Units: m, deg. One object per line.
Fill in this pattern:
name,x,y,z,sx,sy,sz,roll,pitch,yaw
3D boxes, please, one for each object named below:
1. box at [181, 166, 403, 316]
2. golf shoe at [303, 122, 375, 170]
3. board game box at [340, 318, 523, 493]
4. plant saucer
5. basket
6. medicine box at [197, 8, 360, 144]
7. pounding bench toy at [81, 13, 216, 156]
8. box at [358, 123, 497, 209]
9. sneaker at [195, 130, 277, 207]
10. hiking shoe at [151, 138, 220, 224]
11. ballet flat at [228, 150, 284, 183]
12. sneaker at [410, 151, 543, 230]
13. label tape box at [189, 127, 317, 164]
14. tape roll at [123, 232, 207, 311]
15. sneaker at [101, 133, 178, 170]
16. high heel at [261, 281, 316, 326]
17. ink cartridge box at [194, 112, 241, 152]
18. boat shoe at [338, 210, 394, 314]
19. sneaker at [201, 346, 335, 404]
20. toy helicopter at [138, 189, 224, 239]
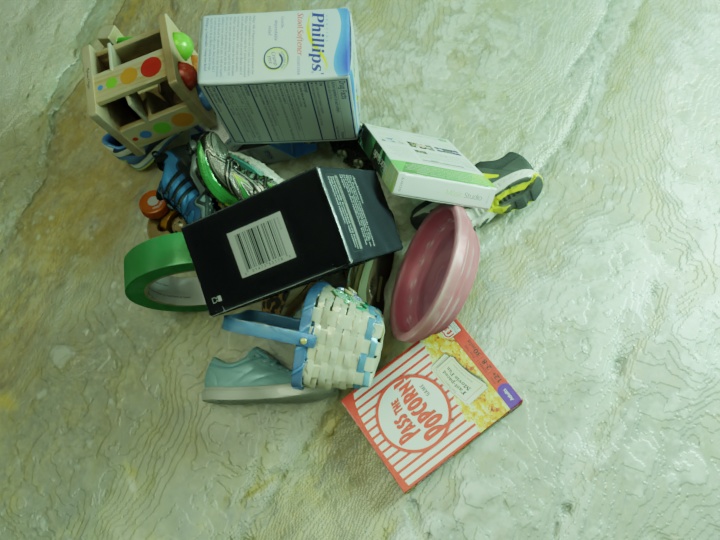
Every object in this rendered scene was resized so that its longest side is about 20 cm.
box,-0.078,-0.040,0.837,0.196,0.200,0.118,-20,89,21
golf shoe,-0.026,-0.227,1.064,0.199,0.077,0.088,25,48,3
board game box,0.097,0.182,0.919,0.200,0.046,0.152,-38,69,-3
plant saucer,0.104,0.007,0.913,0.051,0.200,0.202,20,75,-14
basket,-0.069,0.082,0.882,0.199,0.176,0.140,7,92,1
medicine box,-0.104,-0.263,0.933,0.199,0.182,0.104,-2,76,3
pounding bench toy,-0.313,-0.308,1.007,0.155,0.124,0.201,-19,68,9
box,0.087,-0.149,0.940,0.144,0.037,0.200,7,26,-18
sneaker,-0.164,-0.125,0.989,0.085,0.078,0.200,-34,101,23
hiking shoe,-0.261,-0.104,1.010,0.086,0.075,0.201,-15,60,-1
ballet flat,-0.134,-0.119,1.048,0.200,0.072,0.072,37,82,8
sneaker,0.168,-0.112,1.000,0.199,0.075,0.085,-19,44,10
label tape box,-0.181,-0.249,1.109,0.199,0.066,0.144,-11,70,9
tape roll,-0.235,0.005,0.962,0.199,0.201,0.048,-11,70,7
sneaker,-0.344,-0.249,1.099,0.200,0.082,0.074,-42,51,20
high heel,-0.064,0.014,0.968,0.199,0.071,0.143,-16,60,40
ink cartridge box,-0.177,-0.288,1.064,0.094,0.044,0.200,37,81,18
boat shoe,0.000,0.000,0.991,0.076,0.072,0.201,5,73,25
sneaker,-0.134,0.148,0.963,0.199,0.074,0.082,-3,73,9
toy helicopter,-0.241,-0.090,1.066,0.199,0.079,0.132,-30,62,-13
